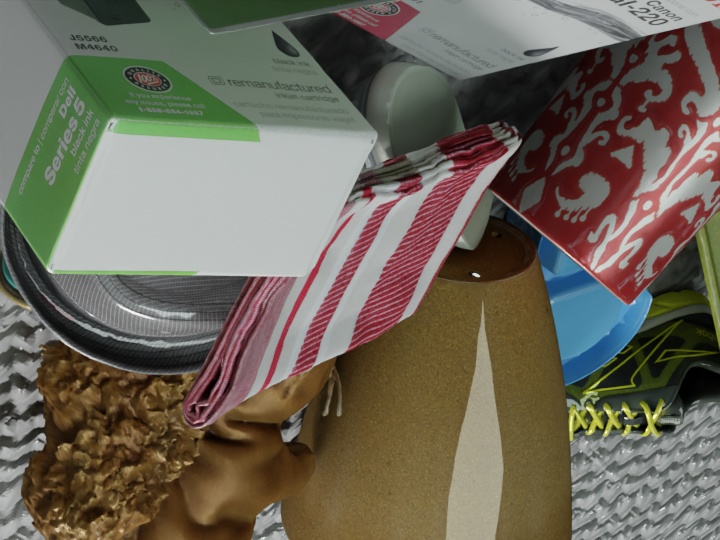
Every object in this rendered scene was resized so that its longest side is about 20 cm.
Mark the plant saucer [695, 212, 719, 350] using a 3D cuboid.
[{"bbox_3d":[0.307,-0.014,1.517,0.199,0.048,0.201,-21,108,-21],"label":"plant saucer"}]

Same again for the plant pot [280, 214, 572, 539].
[{"bbox_3d":[0.050,0.071,1.367,0.185,0.186,0.201,-13,123,-30],"label":"plant pot"}]

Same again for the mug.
[{"bbox_3d":[0.191,-0.078,1.290,0.177,0.133,0.200,39,93,-27],"label":"mug"}]

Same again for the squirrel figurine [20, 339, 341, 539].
[{"bbox_3d":[-0.095,0.087,1.279,0.200,0.142,0.187,19,111,-52],"label":"squirrel figurine"}]

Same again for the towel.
[{"bbox_3d":[0.000,0.000,1.144,0.200,0.023,0.144,-24,150,-52],"label":"towel"}]

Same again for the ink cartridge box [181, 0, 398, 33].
[{"bbox_3d":[-0.054,-0.153,0.988,0.145,0.200,0.048,-14,137,-29],"label":"ink cartridge box"}]

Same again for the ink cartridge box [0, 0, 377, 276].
[{"bbox_3d":[-0.110,-0.090,1.011,0.145,0.200,0.084,0,128,-40],"label":"ink cartridge box"}]

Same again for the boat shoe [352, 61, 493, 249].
[{"bbox_3d":[0.020,-0.062,1.242,0.201,0.071,0.071,48,56,-66],"label":"boat shoe"}]

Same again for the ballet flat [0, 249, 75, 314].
[{"bbox_3d":[-0.104,-0.015,1.218,0.199,0.069,0.063,-21,157,-19],"label":"ballet flat"}]

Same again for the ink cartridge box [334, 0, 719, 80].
[{"bbox_3d":[0.090,-0.169,1.102,0.199,0.085,0.145,-12,159,36],"label":"ink cartridge box"}]

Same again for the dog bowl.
[{"bbox_3d":[0.139,-0.011,1.436,0.111,0.050,0.201,-17,140,-26],"label":"dog bowl"}]

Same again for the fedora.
[{"bbox_3d":[-0.079,-0.029,1.136,0.199,0.090,0.178,2,98,-28],"label":"fedora"}]

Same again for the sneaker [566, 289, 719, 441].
[{"bbox_3d":[0.177,0.081,1.538,0.199,0.085,0.075,-27,141,-17],"label":"sneaker"}]
